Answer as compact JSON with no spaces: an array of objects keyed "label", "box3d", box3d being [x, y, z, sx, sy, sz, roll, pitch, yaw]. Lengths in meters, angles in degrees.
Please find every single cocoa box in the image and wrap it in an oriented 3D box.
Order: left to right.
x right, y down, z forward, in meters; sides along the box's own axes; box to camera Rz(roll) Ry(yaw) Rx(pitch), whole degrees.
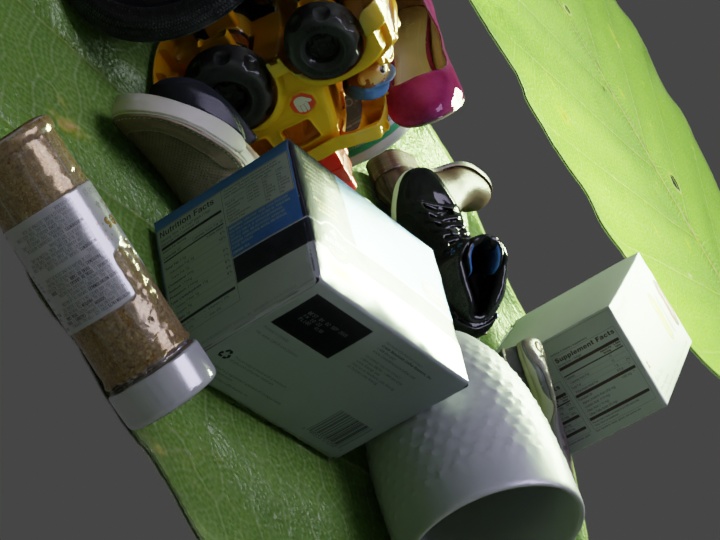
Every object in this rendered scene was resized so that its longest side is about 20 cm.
[{"label":"cocoa box","box3d":[-0.035,0.024,1.363,0.200,0.133,0.132,36,32,-46]}]

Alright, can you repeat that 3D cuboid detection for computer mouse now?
[{"label":"computer mouse","box3d":[-0.080,-0.096,1.434,0.200,0.058,0.034,33,63,-34]}]

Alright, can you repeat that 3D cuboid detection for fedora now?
[{"label":"fedora","box3d":[-0.135,-0.256,1.442,0.092,0.200,0.202,49,17,-71]}]

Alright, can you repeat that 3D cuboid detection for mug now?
[{"label":"mug","box3d":[0.078,0.156,1.470,0.201,0.147,0.176,82,-11,-51]}]

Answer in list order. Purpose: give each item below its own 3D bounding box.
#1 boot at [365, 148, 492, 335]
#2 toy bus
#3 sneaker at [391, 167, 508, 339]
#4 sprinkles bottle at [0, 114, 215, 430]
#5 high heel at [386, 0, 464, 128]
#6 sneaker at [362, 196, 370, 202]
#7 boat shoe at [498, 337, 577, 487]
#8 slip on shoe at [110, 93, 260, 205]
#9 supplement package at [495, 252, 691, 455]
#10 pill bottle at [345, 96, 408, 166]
[{"label":"boot","box3d":[0.095,-0.011,1.790,0.186,0.064,0.201,8,51,-48]},{"label":"toy bus","box3d":[-0.039,-0.145,1.498,0.192,0.199,0.136,56,20,-32]},{"label":"sneaker","box3d":[0.088,-0.024,1.658,0.073,0.112,0.201,4,59,-25]},{"label":"sprinkles bottle","box3d":[-0.172,0.002,1.180,0.201,0.068,0.068,57,22,-7]},{"label":"high heel","box3d":[0.044,-0.189,1.558,0.200,0.067,0.096,-81,154,-64]},{"label":"sneaker","box3d":[0.000,0.000,1.559,0.200,0.077,0.092,26,44,-53]},{"label":"boat shoe","box3d":[0.151,0.155,1.700,0.075,0.073,0.201,-88,164,-67]},{"label":"slip on shoe","box3d":[-0.112,-0.064,1.407,0.200,0.076,0.061,38,61,-42]},{"label":"supplement package","box3d":[0.221,0.087,1.821,0.111,0.155,0.200,57,22,-5]},{"label":"pill bottle","box3d":[-0.041,-0.196,1.627,0.201,0.113,0.113,60,20,-22]}]
